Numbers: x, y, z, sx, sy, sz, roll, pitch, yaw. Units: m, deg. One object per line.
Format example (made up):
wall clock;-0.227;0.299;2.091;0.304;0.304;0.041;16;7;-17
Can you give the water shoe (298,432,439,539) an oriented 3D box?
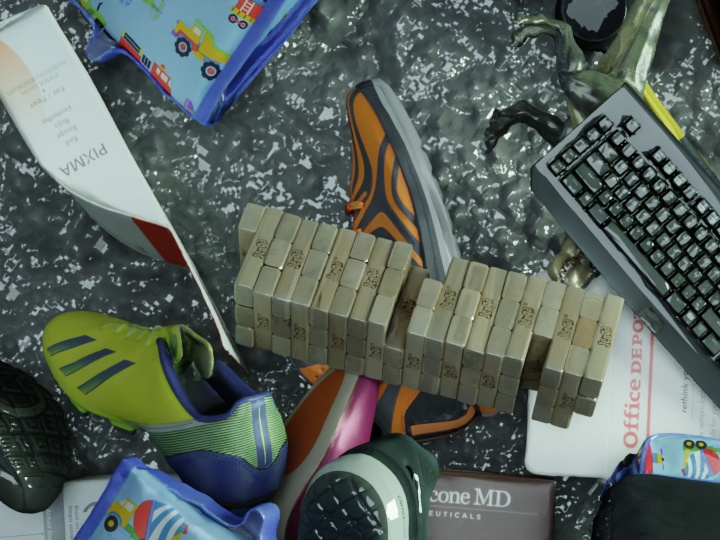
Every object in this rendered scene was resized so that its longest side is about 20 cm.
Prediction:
water shoe;0.010;0.179;0.908;0.071;0.079;0.201;18;115;27

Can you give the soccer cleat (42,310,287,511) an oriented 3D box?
soccer cleat;-0.105;0.055;0.972;0.200;0.064;0.084;32;127;43

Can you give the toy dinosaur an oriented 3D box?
toy dinosaur;0.116;-0.091;0.966;0.088;0.047;0.201;17;91;11

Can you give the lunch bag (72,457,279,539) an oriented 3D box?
lunch bag;-0.084;0.196;0.884;0.150;0.094;0.201;34;108;15

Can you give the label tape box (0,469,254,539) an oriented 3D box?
label tape box;-0.105;0.182;1.002;0.199;0.063;0.145;-6;84;5

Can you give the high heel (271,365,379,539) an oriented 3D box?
high heel;-0.014;0.147;0.968;0.096;0.067;0.201;27;88;-24

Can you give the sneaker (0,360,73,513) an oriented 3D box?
sneaker;-0.233;0.079;1.006;0.200;0.076;0.091;40;101;36

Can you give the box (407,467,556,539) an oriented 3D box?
box;0.048;0.207;0.978;0.099;0.075;0.201;4;83;0

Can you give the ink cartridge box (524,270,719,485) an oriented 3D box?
ink cartridge box;0.190;0.062;0.985;0.199;0.067;0.118;4;84;5

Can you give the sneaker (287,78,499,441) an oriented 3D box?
sneaker;0.000;0.000;1.003;0.111;0.078;0.201;-17;83;2

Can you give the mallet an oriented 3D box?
mallet;0.172;-0.080;1.021;0.041;0.066;0.200;-34;97;6

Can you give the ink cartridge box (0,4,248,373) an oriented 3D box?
ink cartridge box;-0.130;-0.029;0.976;0.050;0.162;0.201;-27;83;-3

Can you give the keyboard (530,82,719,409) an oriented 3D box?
keyboard;0.194;-0.014;0.935;0.127;0.021;0.200;-42;92;-2

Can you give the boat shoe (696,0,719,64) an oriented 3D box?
boat shoe;0.193;-0.201;1.009;0.070;0.070;0.201;-25;83;-2

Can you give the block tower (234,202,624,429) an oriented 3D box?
block tower;0.029;0.025;0.933;0.199;0.054;0.058;15;55;8

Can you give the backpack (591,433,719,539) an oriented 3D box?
backpack;0.193;0.202;0.929;0.181;0.135;0.201;5;129;2

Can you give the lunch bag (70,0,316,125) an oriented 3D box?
lunch bag;-0.091;-0.191;1.012;0.151;0.094;0.200;44;110;9
